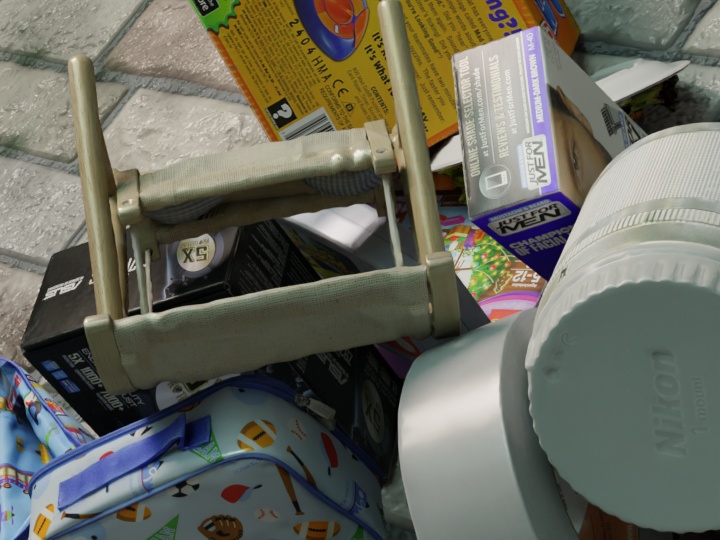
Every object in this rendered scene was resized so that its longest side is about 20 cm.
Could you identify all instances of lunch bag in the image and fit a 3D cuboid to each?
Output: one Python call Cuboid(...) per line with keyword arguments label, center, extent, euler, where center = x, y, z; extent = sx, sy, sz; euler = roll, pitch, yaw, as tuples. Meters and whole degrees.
Cuboid(label="lunch bag", center=(-0.184, 0.146, 1.494), extent=(0.094, 0.151, 0.200), euler=(-37, 36, 4))
Cuboid(label="lunch bag", center=(-0.089, 0.138, 1.318), extent=(0.199, 0.160, 0.076), euler=(-27, 43, 25))

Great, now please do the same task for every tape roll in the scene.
Cuboid(label="tape roll", center=(0.099, 0.125, 1.224), extent=(0.066, 0.200, 0.201), euler=(-21, 39, 26))

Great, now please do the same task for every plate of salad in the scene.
Cuboid(label="plate of salad", center=(0.131, -0.094, 1.516), extent=(0.199, 0.048, 0.200), euler=(-22, 5, 2))

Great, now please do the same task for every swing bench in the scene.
Cuboid(label="swing bench", center=(-0.054, -0.025, 1.282), extent=(0.197, 0.130, 0.201), euler=(-9, 56, 0))

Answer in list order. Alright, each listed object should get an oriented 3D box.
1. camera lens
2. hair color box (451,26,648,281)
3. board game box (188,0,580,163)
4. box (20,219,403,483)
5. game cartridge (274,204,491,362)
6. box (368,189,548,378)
Cuboid(label="camera lens", center=(0.178, 0.025, 1.195), extent=(0.159, 0.161, 0.200), euler=(-20, 18, 25))
Cuboid(label="hair color box", center=(0.129, -0.052, 1.363), extent=(0.064, 0.200, 0.110), euler=(-18, 63, 26))
Cuboid(label="board game box", center=(0.016, -0.191, 1.577), extent=(0.199, 0.201, 0.200), euler=(-29, 7, 14))
Cuboid(label="box", center=(-0.091, 0.063, 1.459), extent=(0.163, 0.200, 0.086), euler=(-16, 40, 27))
Cuboid(label="game cartridge", center=(0.000, 0.000, 1.436), extent=(0.041, 0.133, 0.200), euler=(-45, 36, -17))
Cuboid(label="box", center=(0.059, 0.008, 1.520), extent=(0.199, 0.039, 0.137), euler=(0, 52, 41))
